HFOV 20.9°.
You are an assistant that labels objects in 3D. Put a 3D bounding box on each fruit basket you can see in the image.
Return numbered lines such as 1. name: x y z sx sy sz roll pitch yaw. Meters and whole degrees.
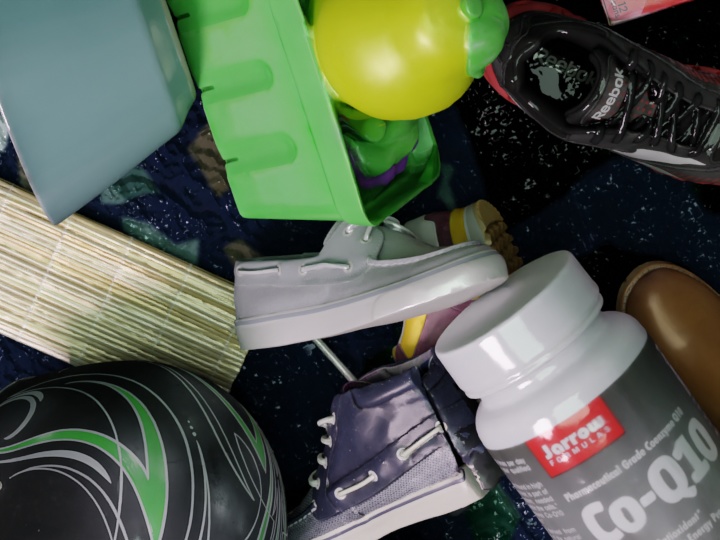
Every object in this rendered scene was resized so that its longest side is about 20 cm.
1. fruit basket: 0.004 -0.134 1.117 0.215 0.155 0.216 7 109 20

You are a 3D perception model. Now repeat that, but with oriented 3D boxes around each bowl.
1. bowl: -0.162 -0.137 1.130 0.105 0.201 0.201 -19 101 -5

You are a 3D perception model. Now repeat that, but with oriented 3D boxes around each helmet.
1. helmet: -0.136 0.154 1.179 0.190 0.200 0.200 10 105 25

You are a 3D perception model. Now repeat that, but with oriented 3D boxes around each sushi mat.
1. sushi mat: -0.165 0.020 1.248 0.200 0.012 0.096 24 107 1

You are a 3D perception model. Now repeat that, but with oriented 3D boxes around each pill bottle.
1. pill bottle: 0.137 0.096 1.111 0.114 0.114 0.200 -35 99 13

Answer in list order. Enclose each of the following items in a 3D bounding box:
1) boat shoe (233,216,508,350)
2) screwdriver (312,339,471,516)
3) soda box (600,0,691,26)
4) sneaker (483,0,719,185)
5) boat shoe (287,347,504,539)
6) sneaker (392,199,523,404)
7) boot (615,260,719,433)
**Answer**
1. boat shoe: 0.000 0.000 1.157 0.200 0.072 0.069 -15 86 47
2. screwdriver: 0.001 0.078 1.235 0.028 0.029 0.200 -41 96 14
3. soda box: 0.146 -0.247 1.123 0.070 0.063 0.200 -17 101 11
4. sneaker: 0.163 -0.096 1.139 0.200 0.098 0.071 23 103 0
5. boat shoe: -0.002 0.116 1.202 0.200 0.075 0.093 -28 96 34
6. sneaker: 0.072 0.060 1.206 0.090 0.075 0.200 -17 95 19
7. boot: 0.233 0.085 1.136 0.077 0.155 0.200 -30 100 -7
